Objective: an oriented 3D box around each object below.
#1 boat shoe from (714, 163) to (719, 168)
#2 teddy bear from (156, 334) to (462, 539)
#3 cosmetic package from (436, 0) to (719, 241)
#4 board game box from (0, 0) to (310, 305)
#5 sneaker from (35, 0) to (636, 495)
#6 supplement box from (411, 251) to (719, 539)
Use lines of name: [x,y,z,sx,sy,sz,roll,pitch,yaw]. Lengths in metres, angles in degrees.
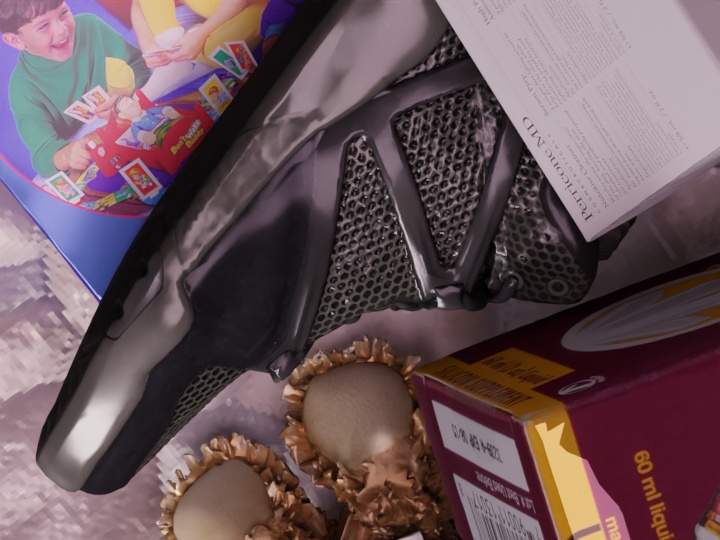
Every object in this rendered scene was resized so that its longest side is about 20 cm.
boat shoe: [0.187,-0.076,0.792,0.200,0.070,0.072,-13,133,-9]
teddy bear: [0.026,0.114,0.830,0.200,0.067,0.145,33,91,-10]
cosmetic package: [0.039,-0.114,0.657,0.051,0.083,0.200,-29,85,-33]
board game box: [-0.032,-0.098,0.757,0.200,0.045,0.135,-36,109,4]
sneaker: [0.000,0.000,0.729,0.114,0.076,0.200,38,93,-12]
supplement box: [0.129,0.037,0.704,0.199,0.110,0.086,-20,99,-12]
